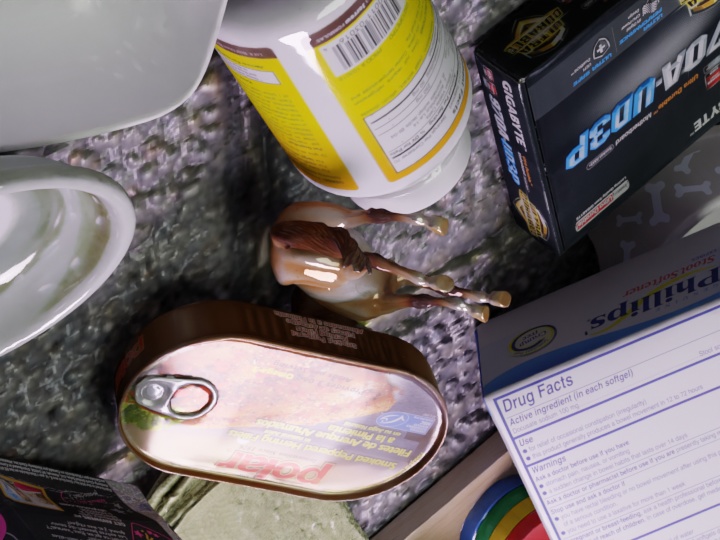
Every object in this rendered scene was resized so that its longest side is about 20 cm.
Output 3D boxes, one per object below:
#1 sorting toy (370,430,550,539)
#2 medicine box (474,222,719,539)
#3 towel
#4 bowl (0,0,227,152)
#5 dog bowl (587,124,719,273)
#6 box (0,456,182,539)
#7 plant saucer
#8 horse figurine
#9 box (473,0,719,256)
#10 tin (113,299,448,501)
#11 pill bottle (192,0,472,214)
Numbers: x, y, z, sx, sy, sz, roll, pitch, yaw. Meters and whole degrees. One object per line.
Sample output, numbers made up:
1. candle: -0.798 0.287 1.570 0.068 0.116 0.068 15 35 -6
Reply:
1. sorting toy: 0.075 0.234 1.755 0.200 0.070 0.199 -39 142 -16
2. medicine box: 0.193 0.103 1.626 0.181 0.103 0.201 -23 112 8
3. towel: -0.075 0.171 1.569 0.148 0.036 0.200 -47 142 -8
4. bowl: -0.150 -0.159 1.180 0.199 0.075 0.201 -13 129 -41
5. dog bowl: 0.230 0.005 1.715 0.199 0.059 0.201 -20 130 -26
6. box: -0.186 0.221 1.412 0.132 0.115 0.201 17 108 -42
7. plant saucer: -0.207 -0.006 1.233 0.199 0.050 0.200 -24 161 -9
8. horse figurine: 0.000 0.000 1.424 0.200 0.132 0.050 41 57 -65
9. box: 0.165 -0.127 1.567 0.200 0.046 0.159 -39 142 -18
10. tin: -0.045 0.075 1.457 0.199 0.042 0.112 14 124 -27
11. pill bottle: -0.009 -0.113 1.341 0.109 0.109 0.200 -45 143 -9
